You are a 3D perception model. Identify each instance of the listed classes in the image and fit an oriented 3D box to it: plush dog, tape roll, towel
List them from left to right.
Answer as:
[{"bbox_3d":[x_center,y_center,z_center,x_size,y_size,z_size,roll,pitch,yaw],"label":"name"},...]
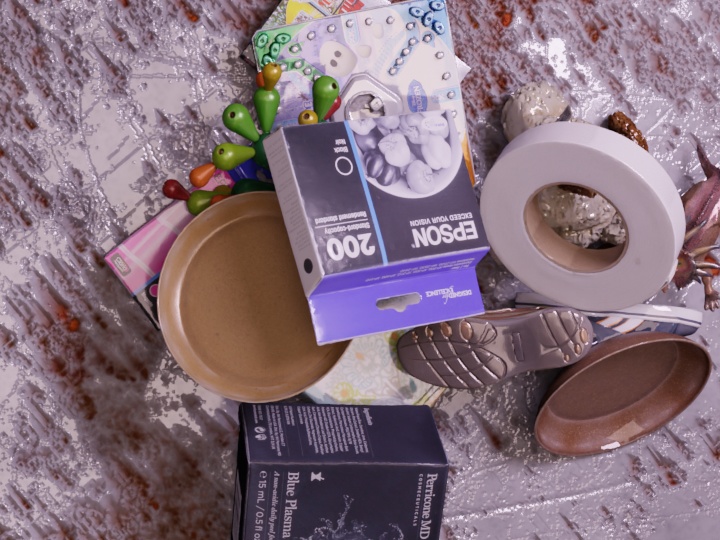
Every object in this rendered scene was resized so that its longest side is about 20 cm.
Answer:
[{"bbox_3d":[0.007,0.076,1.563,0.200,0.048,0.171,42,83,-10],"label":"towel"},{"bbox_3d":[0.213,-0.049,1.450,0.203,0.203,0.037,43,46,-9],"label":"tape roll"},{"bbox_3d":[0.241,-0.088,1.557,0.171,0.160,0.202,7,92,-34],"label":"plush dog"}]

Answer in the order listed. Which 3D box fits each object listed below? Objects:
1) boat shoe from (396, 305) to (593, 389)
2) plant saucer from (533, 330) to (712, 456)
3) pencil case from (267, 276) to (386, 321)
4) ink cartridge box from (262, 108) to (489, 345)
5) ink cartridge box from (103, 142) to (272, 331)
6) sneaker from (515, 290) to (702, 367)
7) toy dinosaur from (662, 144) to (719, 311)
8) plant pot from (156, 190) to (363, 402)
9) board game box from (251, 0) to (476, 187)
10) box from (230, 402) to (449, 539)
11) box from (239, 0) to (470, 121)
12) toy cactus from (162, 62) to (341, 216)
[{"bbox_3d":[0.137,0.075,1.530,0.198,0.072,0.077,-4,96,9],"label":"boat shoe"},{"bbox_3d":[0.267,0.122,1.566,0.199,0.201,0.037,-15,54,-9],"label":"plant saucer"},{"bbox_3d":[0.000,0.000,1.491,0.199,0.091,0.084,-25,96,-11],"label":"pencil case"},{"bbox_3d":[0.024,-0.045,1.408,0.197,0.043,0.202,-10,80,-32],"label":"ink cartridge box"},{"bbox_3d":[-0.156,-0.037,1.533,0.200,0.037,0.095,-39,99,-8],"label":"ink cartridge box"},{"bbox_3d":[0.260,0.068,1.593,0.198,0.078,0.080,4,88,0],"label":"sneaker"},{"bbox_3d":[0.346,-0.046,1.554,0.085,0.136,0.201,17,76,19],"label":"toy dinosaur"},{"bbox_3d":[-0.093,0.026,1.425,0.198,0.027,0.202,-2,78,8],"label":"plant pot"},{"bbox_3d":[0.006,-0.159,1.515,0.198,0.026,0.202,-11,102,-2],"label":"board game box"},{"bbox_3d":[-0.026,0.245,1.500,0.198,0.118,0.198,1,114,-10],"label":"box"},{"bbox_3d":[-0.005,-0.213,1.546,0.199,0.038,0.137,38,88,-10],"label":"box"},{"bbox_3d":[-0.080,-0.103,1.474,0.200,0.102,0.165,-43,116,8],"label":"toy cactus"}]
